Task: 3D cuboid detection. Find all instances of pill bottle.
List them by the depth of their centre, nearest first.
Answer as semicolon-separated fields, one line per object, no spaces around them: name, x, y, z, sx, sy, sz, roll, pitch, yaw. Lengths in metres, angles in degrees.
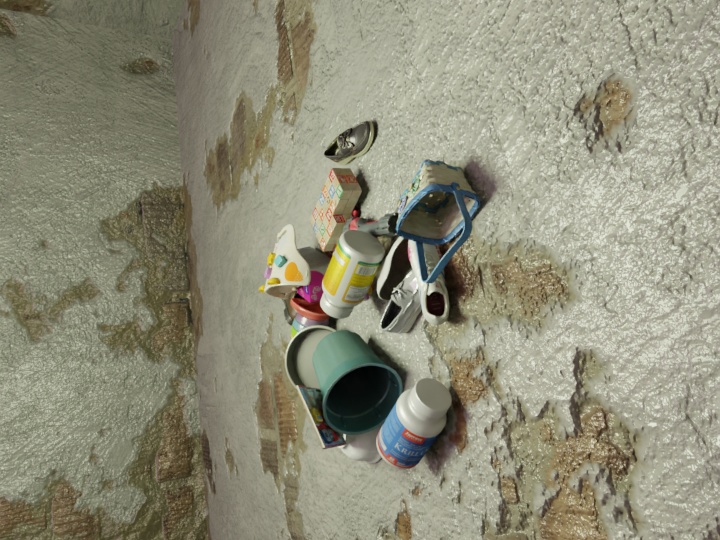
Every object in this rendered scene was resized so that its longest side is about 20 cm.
pill bottle;0.115;0.323;1.186;0.113;0.111;0.201;60;141;40
pill bottle;-0.027;0.014;1.330;0.113;0.112;0.201;57;134;42

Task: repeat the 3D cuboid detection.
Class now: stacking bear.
stacking bear;-0.159;0.195;1.640;0.114;0.121;0.202;36;115;47

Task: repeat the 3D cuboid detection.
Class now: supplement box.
supplement box;-0.147;0.008;1.636;0.200;0.103;0.102;27;126;56

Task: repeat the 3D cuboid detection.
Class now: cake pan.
cake pan;-0.111;0.252;1.545;0.037;0.198;0.202;5;-98;-76

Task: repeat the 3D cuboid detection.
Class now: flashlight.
flashlight;0.035;-0.108;1.366;0.199;0.067;0.068;-6;77;56

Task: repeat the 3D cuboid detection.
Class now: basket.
basket;0.148;-0.098;1.083;0.177;0.138;0.201;123;144;-45

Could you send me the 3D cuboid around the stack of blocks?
stack of blocks;-0.064;-0.160;1.492;0.116;0.058;0.201;64;143;31

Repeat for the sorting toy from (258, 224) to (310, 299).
sorting toy;-0.217;-0.030;1.567;0.200;0.106;0.182;149;126;-62

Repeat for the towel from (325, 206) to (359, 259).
towel;-0.061;-0.119;1.571;0.145;0.022;0.201;53;137;43

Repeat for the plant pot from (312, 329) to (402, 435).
plant pot;-0.024;0.258;1.370;0.196;0.198;0.202;-127;45;-57

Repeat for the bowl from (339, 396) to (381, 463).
bowl;-0.020;0.407;1.453;0.201;0.090;0.203;7;98;60

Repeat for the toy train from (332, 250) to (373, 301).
toy train;0.000;0.000;1.441;0.199;0.055;0.152;3;93;57

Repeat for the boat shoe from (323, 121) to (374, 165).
boat shoe;-0.032;-0.334;1.466;0.200;0.064;0.073;-20;72;58

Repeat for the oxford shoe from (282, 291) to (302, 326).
oxford shoe;-0.218;0.078;1.825;0.084;0.072;0.201;-46;53;32

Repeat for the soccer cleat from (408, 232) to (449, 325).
soccer cleat;0.147;0.012;1.145;0.086;0.069;0.202;95;162;-84

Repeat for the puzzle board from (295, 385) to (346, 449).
puzzle board;-0.087;0.345;1.321;0.152;0.017;0.200;64;-176;19

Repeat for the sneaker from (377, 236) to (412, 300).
sneaker;0.086;-0.033;1.265;0.201;0.072;0.085;-60;22;29

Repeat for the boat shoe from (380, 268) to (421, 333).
boat shoe;0.099;0.061;1.245;0.201;0.068;0.072;-62;40;37
